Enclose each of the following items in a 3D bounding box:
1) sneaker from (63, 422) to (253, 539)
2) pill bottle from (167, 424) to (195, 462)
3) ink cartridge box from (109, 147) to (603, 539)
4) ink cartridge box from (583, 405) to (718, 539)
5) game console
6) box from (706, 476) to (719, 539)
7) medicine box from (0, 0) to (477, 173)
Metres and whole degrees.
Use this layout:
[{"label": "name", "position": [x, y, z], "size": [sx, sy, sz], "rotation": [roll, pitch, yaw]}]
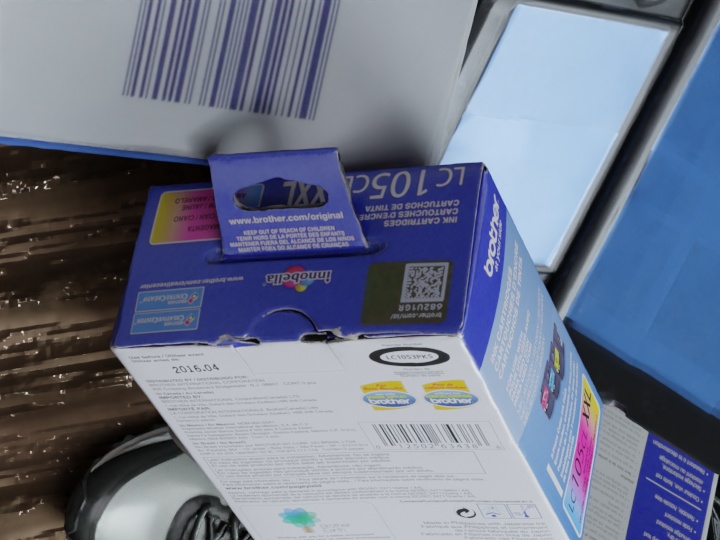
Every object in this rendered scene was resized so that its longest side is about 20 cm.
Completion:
[{"label": "sneaker", "position": [-0.039, 0.123, 1.124], "size": [0.199, 0.079, 0.074], "rotation": [13, 107, -26]}, {"label": "pill bottle", "position": [0.000, 0.000, 1.068], "size": [0.113, 0.113, 0.201], "rotation": [20, 102, -28]}, {"label": "ink cartridge box", "position": [-0.001, 0.031, 0.907], "size": [0.136, 0.077, 0.200], "rotation": [-3, 147, 20]}, {"label": "ink cartridge box", "position": [0.119, 0.081, 1.121], "size": [0.094, 0.037, 0.201], "rotation": [31, 52, -21]}, {"label": "game console", "position": [0.109, -0.027, 0.959], "size": [0.172, 0.119, 0.201], "rotation": [4, 121, -40]}, {"label": "box", "position": [0.268, 0.165, 1.204], "size": [0.192, 0.048, 0.201], "rotation": [-17, 116, -15]}, {"label": "medicine box", "position": [-0.077, -0.118, 0.937], "size": [0.181, 0.200, 0.103], "rotation": [5, 109, -24]}]
